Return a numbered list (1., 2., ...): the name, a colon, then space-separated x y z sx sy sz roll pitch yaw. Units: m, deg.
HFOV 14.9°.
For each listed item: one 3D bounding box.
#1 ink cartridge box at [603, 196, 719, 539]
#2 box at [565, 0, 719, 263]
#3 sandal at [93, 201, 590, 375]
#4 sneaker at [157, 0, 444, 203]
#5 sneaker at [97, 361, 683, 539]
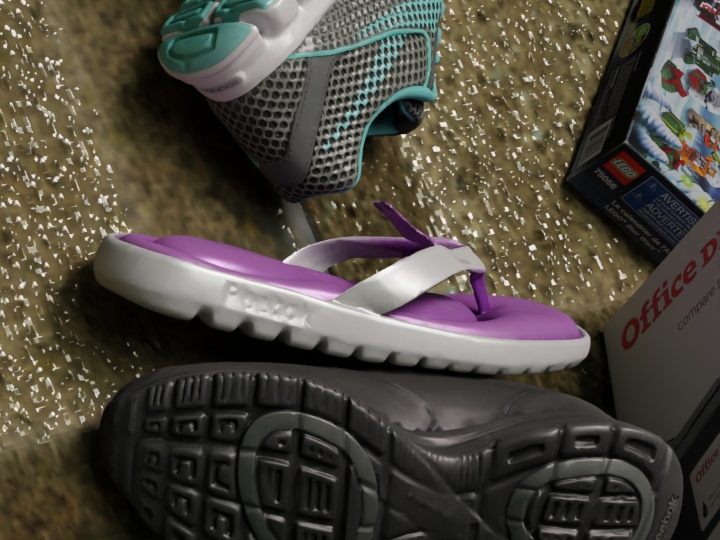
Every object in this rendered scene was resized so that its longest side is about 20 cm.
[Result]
1. ink cartridge box: 0.168 0.068 0.996 0.084 0.145 0.201 15 47 -24
2. box: 0.172 -0.068 1.180 0.137 0.040 0.201 40 45 -18
3. sandal: 0.004 0.002 0.953 0.202 0.082 0.050 8 99 -37
4. sneaker: 0.000 -0.096 1.035 0.200 0.077 0.092 -49 116 -43
5. sneaker: 0.005 0.066 0.933 0.199 0.091 0.076 10 102 -18
